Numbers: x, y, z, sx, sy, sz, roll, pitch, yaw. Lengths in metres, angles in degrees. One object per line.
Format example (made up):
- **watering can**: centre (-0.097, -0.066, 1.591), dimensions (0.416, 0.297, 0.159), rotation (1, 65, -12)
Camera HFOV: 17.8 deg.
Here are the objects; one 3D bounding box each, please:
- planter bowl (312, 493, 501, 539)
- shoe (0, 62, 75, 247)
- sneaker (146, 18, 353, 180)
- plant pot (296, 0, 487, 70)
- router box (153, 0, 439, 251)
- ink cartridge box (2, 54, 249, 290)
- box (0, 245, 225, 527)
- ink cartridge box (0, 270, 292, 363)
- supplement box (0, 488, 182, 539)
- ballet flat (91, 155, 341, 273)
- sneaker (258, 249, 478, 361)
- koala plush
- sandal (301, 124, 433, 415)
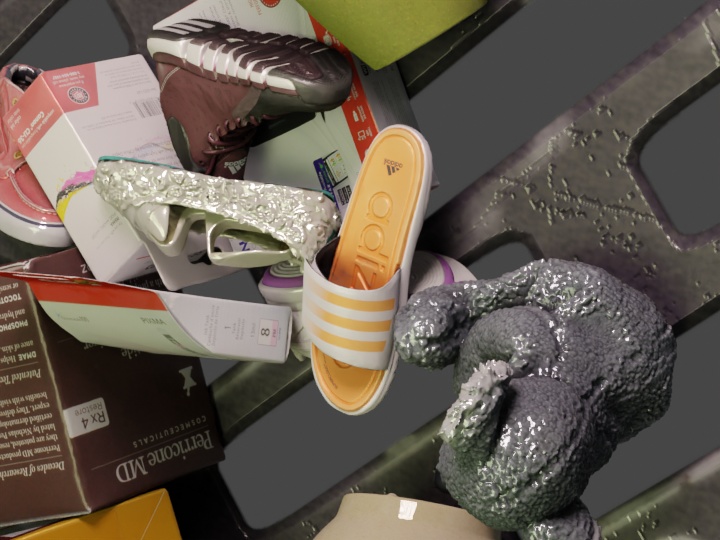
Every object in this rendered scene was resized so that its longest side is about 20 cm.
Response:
- **planter bowl**: centre (0.035, 0.237, 1.659), dimensions (0.199, 0.200, 0.136), rotation (1, 74, 40)
- **shoe**: centre (-0.263, -0.096, 1.844), dimensions (0.200, 0.071, 0.092), rotation (-126, 45, -59)
- **sneaker**: centre (-0.076, -0.111, 1.666), dimensions (0.199, 0.075, 0.117), rotation (21, 120, 46)
- **plant pot**: centre (-0.002, -0.247, 1.574), dimensions (0.186, 0.187, 0.201), rotation (-24, 100, 41)
- **router box**: centre (-0.050, -0.124, 1.712), dimensions (0.179, 0.049, 0.202), rotation (-23, 86, 41)
- **ink cartridge box**: centre (-0.177, -0.063, 1.789), dimensions (0.067, 0.116, 0.201), rotation (-42, 74, 38)
- **box**: centre (-0.239, 0.086, 1.847), dimensions (0.163, 0.165, 0.202), rotation (-13, 93, 40)
- **ink cartridge box**: centre (-0.175, 0.034, 1.682), dimensions (0.162, 0.199, 0.058), rotation (3, 89, 47)
- **supplement box**: centre (-0.212, 0.291, 1.850), dimensions (0.200, 0.132, 0.199), rotation (-16, 91, 70)
- **ballet flat**: centre (-0.113, -0.039, 1.668), dimensions (0.198, 0.072, 0.072), rotation (9, 108, 18)
- **sneaker**: centre (0.019, 0.038, 1.695), dimensions (0.199, 0.075, 0.100), rotation (6, 124, 39)
- **koala plush**: centre (0.112, 0.099, 1.513), dimensions (0.183, 0.200, 0.178), rotation (-23, 106, 24)
- **sandal**: centre (-0.006, -0.003, 1.613), dimensions (0.079, 0.059, 0.209), rotation (17, 99, 37)
